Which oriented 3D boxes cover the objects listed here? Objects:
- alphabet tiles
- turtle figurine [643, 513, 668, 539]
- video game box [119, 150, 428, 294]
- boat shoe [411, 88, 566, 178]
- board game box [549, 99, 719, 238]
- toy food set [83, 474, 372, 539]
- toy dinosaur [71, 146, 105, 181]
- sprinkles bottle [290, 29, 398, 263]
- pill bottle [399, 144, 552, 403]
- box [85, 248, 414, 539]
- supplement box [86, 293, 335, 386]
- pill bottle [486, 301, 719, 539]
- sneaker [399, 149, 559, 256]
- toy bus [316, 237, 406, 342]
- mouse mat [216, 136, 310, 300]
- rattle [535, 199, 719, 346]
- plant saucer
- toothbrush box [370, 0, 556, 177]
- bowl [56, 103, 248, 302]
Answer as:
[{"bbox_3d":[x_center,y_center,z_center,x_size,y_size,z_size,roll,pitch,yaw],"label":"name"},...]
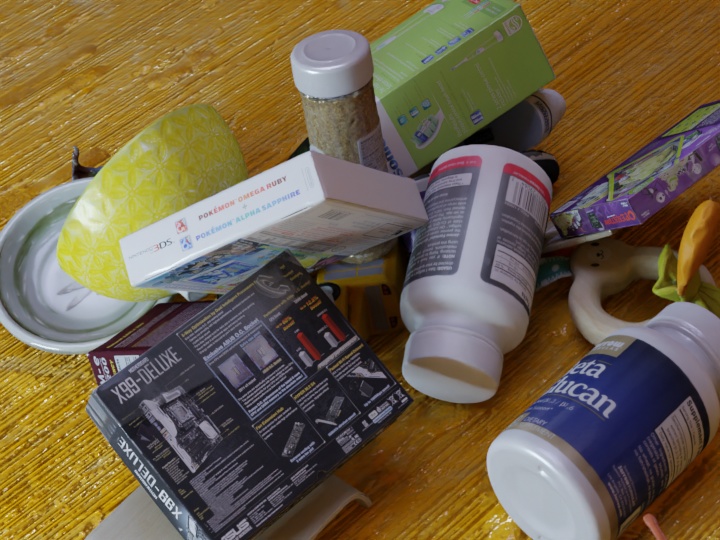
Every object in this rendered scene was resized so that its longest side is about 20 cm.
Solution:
[{"bbox_3d":[0.227,-0.062,1.347,0.166,0.006,0.199,-36,10,-32],"label":"alphabet tiles"},{"bbox_3d":[0.164,0.262,0.988,0.160,0.065,0.201,-20,44,8],"label":"turtle figurine"},{"bbox_3d":[-0.064,-0.032,1.221,0.181,0.200,0.047,-25,77,21],"label":"video game box"},{"bbox_3d":[0.120,-0.145,1.515,0.201,0.075,0.086,-15,12,43],"label":"boat shoe"},{"bbox_3d":[0.265,-0.093,1.292,0.199,0.032,0.120,-35,6,-23],"label":"board game box"},{"bbox_3d":[-0.107,0.209,1.178,0.143,0.061,0.200,27,55,29],"label":"toy food set"},{"bbox_3d":[-0.209,-0.090,1.581,0.179,0.106,0.200,1,23,-10],"label":"toy dinosaur"},{"bbox_3d":[-0.011,-0.104,1.309,0.067,0.202,0.069,-7,37,5],"label":"sprinkles bottle"},{"bbox_3d":[0.094,0.004,1.285,0.109,0.111,0.202,2,59,23],"label":"pill bottle"},{"bbox_3d":[-0.083,0.103,1.152,0.199,0.050,0.158,-38,82,-27],"label":"box"},{"bbox_3d":[-0.123,0.071,1.304,0.198,0.062,0.109,-3,22,34],"label":"supplement box"},{"bbox_3d":[0.196,0.112,1.132,0.200,0.112,0.111,-38,41,-27],"label":"pill bottle"},{"bbox_3d":[0.113,-0.052,1.428,0.198,0.088,0.076,-16,-9,-33],"label":"sneaker"},{"bbox_3d":[0.000,0.000,1.394,0.077,0.066,0.201,-7,37,8],"label":"toy bus"},{"bbox_3d":[-0.089,-0.024,1.428,0.161,0.007,0.201,-47,26,26],"label":"mouse mat"},{"bbox_3d":[0.207,-0.019,1.281,0.130,0.143,0.200,-41,47,-10],"label":"rattle"},{"bbox_3d":[-0.260,0.002,1.476,0.198,0.050,0.202,-3,57,5],"label":"plant saucer"},{"bbox_3d":[0.062,-0.177,1.444,0.199,0.087,0.146,-33,25,-5],"label":"toothbrush box"},{"bbox_3d":[-0.162,-0.038,1.355,0.108,0.201,0.200,43,60,13],"label":"bowl"}]
